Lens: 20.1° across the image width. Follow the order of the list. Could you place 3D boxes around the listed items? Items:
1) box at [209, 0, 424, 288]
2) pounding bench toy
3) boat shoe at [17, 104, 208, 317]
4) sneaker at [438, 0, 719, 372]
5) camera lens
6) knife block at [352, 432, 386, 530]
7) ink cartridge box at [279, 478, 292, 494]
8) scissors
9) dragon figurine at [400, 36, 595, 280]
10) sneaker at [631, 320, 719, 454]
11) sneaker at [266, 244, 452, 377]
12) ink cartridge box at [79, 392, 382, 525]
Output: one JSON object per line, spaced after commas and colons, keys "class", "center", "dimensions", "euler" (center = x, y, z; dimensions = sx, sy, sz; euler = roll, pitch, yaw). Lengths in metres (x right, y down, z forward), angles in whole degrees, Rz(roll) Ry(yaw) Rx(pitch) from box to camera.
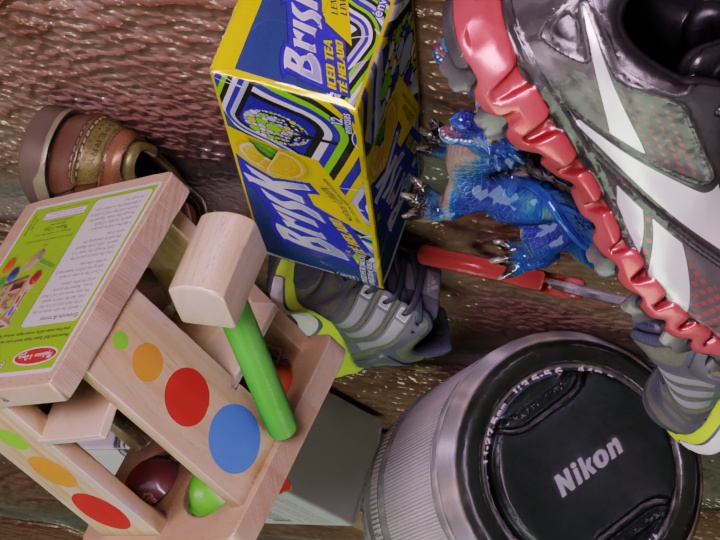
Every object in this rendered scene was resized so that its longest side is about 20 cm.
{"class": "box", "center": [-0.014, -0.063, 0.879], "dimensions": [0.064, 0.070, 0.200], "euler": [16, 161, 10]}
{"class": "pounding bench toy", "center": [-0.082, 0.052, 0.978], "dimensions": [0.199, 0.125, 0.156], "euler": [-9, 135, 47]}
{"class": "boat shoe", "center": [-0.117, -0.016, 1.098], "dimensions": [0.068, 0.072, 0.200], "euler": [11, 160, 20]}
{"class": "sneaker", "center": [0.121, -0.044, 0.758], "dimensions": [0.098, 0.071, 0.201], "euler": [-28, 112, 32]}
{"class": "camera lens", "center": [0.096, 0.130, 1.188], "dimensions": [0.159, 0.161, 0.200], "euler": [21, 161, -11]}
{"class": "knife block", "center": [0.072, 0.157, 1.437], "dimensions": [0.199, 0.064, 0.176], "euler": [21, 160, -9]}
{"class": "ink cartridge box", "center": [-0.140, 0.076, 1.267], "dimensions": [0.200, 0.047, 0.160], "euler": [55, 155, -2]}
{"class": "scissors", "center": [0.103, 0.007, 0.984], "dimensions": [0.073, 0.014, 0.200], "euler": [14, 179, -36]}
{"class": "dragon figurine", "center": [0.087, -0.035, 0.890], "dimensions": [0.200, 0.059, 0.099], "euler": [31, 157, -32]}
{"class": "sneaker", "center": [0.170, 0.033, 0.985], "dimensions": [0.081, 0.074, 0.200], "euler": [33, 164, 1]}
{"class": "sneaker", "center": [0.000, 0.000, 1.072], "dimensions": [0.080, 0.074, 0.200], "euler": [-3, 160, 11]}
{"class": "ink cartridge box", "center": [-0.107, 0.120, 1.452], "dimensions": [0.146, 0.086, 0.199], "euler": [31, 158, -35]}
